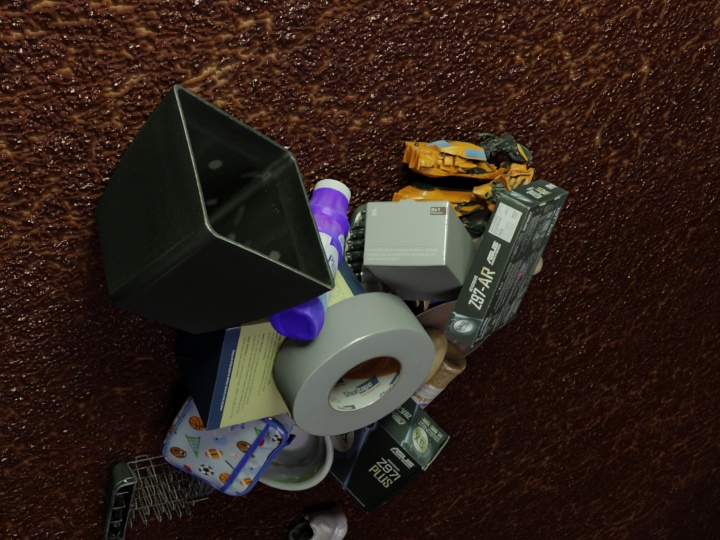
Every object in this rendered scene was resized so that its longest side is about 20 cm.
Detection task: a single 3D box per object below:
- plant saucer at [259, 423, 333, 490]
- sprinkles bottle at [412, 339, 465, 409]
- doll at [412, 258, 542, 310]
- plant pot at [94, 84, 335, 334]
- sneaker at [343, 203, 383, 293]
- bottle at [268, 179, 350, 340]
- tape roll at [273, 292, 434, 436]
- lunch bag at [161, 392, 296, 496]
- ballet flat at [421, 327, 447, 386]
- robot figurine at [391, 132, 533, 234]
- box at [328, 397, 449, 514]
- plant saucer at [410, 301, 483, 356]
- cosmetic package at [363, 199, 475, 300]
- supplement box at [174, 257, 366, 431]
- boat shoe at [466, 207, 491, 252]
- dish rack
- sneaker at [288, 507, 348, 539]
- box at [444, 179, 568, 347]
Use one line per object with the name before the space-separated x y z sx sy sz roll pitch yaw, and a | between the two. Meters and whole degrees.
plant saucer | -0.122 0.229 1.468 0.050 0.200 0.200 -47 166 -52
sprinkles bottle | 0.082 0.190 1.579 0.068 0.068 0.200 8 134 -41
doll | 0.177 0.013 1.466 0.199 0.136 0.049 -15 101 -13
plant pot | -0.176 -0.042 1.088 0.177 0.200 0.200 -34 145 22
sneaker | 0.000 0.000 1.356 0.066 0.091 0.201 -10 113 -17
bottle | -0.056 -0.018 1.193 0.065 0.201 0.084 10 146 8
tape roll | -0.008 0.121 1.261 0.200 0.066 0.201 -21 144 -17
lunch bag | -0.183 0.229 1.416 0.160 0.076 0.200 32 129 -5
ballet flat | 0.056 0.161 1.514 0.063 0.069 0.200 -2 139 -48
robot figurine | 0.141 -0.109 1.309 0.199 0.058 0.145 2 118 -25
box | 0.004 0.237 1.484 0.086 0.200 0.164 -40 174 -48
plant saucer | 0.117 0.097 1.564 0.200 0.035 0.201 -18 145 -13
cosmetic package | 0.079 -0.022 1.261 0.106 0.091 0.200 0 169 18
supplement box | -0.118 0.079 1.303 0.199 0.134 0.200 -10 139 -27
boat shoe | 0.131 -0.022 1.409 0.200 0.072 0.060 -32 109 -6
dish rack | -0.297 0.337 1.542 0.199 0.055 0.154 -7 138 -30
sneaker | -0.108 0.521 1.885 0.092 0.076 0.200 13 118 -34
box | 0.192 -0.012 1.298 0.160 0.043 0.201 -23 137 -59
